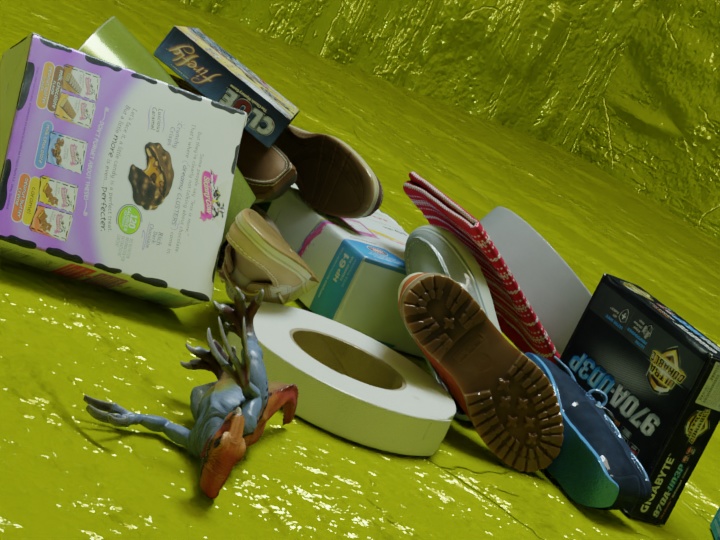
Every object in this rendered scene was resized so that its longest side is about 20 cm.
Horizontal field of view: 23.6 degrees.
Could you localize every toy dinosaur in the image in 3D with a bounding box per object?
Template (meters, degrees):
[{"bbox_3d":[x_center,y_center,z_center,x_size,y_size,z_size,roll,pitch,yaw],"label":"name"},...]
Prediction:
[{"bbox_3d":[-0.078,0.094,1.163,0.200,0.105,0.182,32,27,-33],"label":"toy dinosaur"}]

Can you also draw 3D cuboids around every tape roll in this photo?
[{"bbox_3d":[0.179,0.031,1.776,0.200,0.066,0.200,51,-6,8],"label":"tape roll"},{"bbox_3d":[-0.016,0.088,1.421,0.202,0.037,0.203,25,12,-5],"label":"tape roll"}]

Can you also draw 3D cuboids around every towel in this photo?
[{"bbox_3d":[0.118,0.004,1.655,0.200,0.022,0.145,56,-9,-34],"label":"towel"}]

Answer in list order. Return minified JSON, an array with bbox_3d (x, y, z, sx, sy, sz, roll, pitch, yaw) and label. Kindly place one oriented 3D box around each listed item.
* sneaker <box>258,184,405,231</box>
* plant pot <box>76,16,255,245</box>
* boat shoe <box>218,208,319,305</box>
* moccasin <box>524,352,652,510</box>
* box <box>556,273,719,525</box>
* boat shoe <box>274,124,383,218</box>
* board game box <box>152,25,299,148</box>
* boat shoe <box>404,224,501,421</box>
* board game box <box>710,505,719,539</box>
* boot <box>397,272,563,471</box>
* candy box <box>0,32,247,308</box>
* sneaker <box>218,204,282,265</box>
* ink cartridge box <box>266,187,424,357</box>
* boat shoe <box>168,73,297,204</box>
[{"bbox_3d":[-0.044,-0.040,1.871,0.199,0.078,0.080,19,19,15],"label":"sneaker"},{"bbox_3d":[-0.199,-0.092,1.542,0.200,0.187,0.187,38,10,-7],"label":"plant pot"},{"bbox_3d":[-0.086,0.003,1.490,0.074,0.069,0.200,47,-1,15],"label":"boat shoe"},{"bbox_3d":[0.190,0.149,1.514,0.068,0.081,0.200,11,31,-26],"label":"moccasin"},{"bbox_3d":[0.247,0.111,1.558,0.046,0.159,0.200,20,13,-27],"label":"box"},{"bbox_3d":[-0.031,-0.101,1.732,0.072,0.072,0.200,10,11,-40],"label":"boat shoe"},{"bbox_3d":[-0.123,-0.176,1.631,0.135,0.035,0.200,39,6,-4],"label":"board game box"},{"bbox_3d":[0.079,0.046,1.564,0.071,0.070,0.201,0,59,-44],"label":"boat shoe"},{"bbox_3d":[0.409,0.268,1.489,0.199,0.047,0.151,25,12,0],"label":"board game box"},{"bbox_3d":[0.101,0.081,1.483,0.200,0.075,0.107,55,-5,-10],"label":"boot"},{"bbox_3d":[-0.206,-0.076,1.402,0.199,0.169,0.071,19,-17,-30],"label":"candy box"},{"bbox_3d":[-0.135,-0.054,1.715,0.200,0.071,0.075,33,13,31],"label":"sneaker"},{"bbox_3d":[0.000,0.000,1.720,0.144,0.085,0.200,17,13,-33],"label":"ink cartridge box"},{"bbox_3d":[-0.150,-0.132,1.668,0.200,0.076,0.074,29,-29,29],"label":"boat shoe"}]
